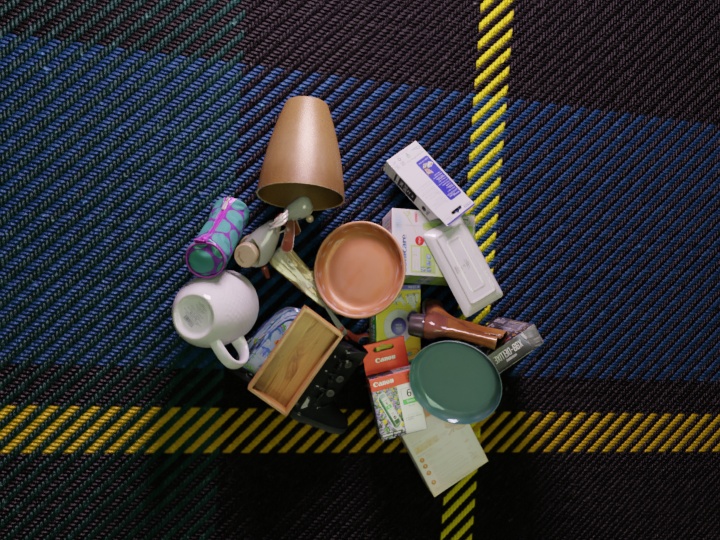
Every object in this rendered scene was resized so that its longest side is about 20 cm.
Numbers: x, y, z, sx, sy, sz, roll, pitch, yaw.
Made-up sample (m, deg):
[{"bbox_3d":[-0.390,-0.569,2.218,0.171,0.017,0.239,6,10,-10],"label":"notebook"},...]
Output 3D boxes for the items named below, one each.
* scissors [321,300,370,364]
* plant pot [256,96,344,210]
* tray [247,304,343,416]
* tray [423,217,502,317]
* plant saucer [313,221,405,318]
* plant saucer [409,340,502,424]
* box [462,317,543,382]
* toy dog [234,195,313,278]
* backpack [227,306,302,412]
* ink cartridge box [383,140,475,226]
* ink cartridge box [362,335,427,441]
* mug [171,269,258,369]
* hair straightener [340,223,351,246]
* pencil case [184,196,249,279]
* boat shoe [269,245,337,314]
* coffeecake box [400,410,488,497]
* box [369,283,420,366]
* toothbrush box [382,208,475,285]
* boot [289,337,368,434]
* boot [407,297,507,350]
[{"bbox_3d":[-0.039,0.140,1.580,0.200,0.014,0.074,41,78,-42],"label":"scissors"},{"bbox_3d":[-0.116,-0.248,1.505,0.182,0.186,0.205,7,79,-14],"label":"plant pot"},{"bbox_3d":[-0.132,0.182,1.467,0.098,0.037,0.202,35,94,-10],"label":"tray"},{"bbox_3d":[0.224,-0.013,1.559,0.106,0.022,0.203,-27,87,-18],"label":"tray"},{"bbox_3d":[0.000,0.000,1.522,0.195,0.037,0.205,-1,83,11],"label":"plant saucer"},{"bbox_3d":[0.199,0.230,1.512,0.196,0.027,0.204,8,117,17],"label":"plant saucer"},{"bbox_3d":[0.294,0.171,1.613,0.156,0.200,0.050,-32,97,-10],"label":"box"},{"bbox_3d":[-0.170,-0.057,1.489,0.198,0.132,0.097,-30,106,33],"label":"toy dog"},{"bbox_3d":[-0.162,0.175,1.541,0.162,0.154,0.201,40,71,-7],"label":"backpack"},{"bbox_3d":[0.149,-0.183,1.584,0.099,0.039,0.201,-34,75,-27],"label":"ink cartridge box"},{"bbox_3d":[0.071,0.255,1.573,0.107,0.050,0.205,-12,94,-9],"label":"ink cartridge box"},{"bbox_3d":[-0.285,0.103,1.448,0.146,0.175,0.203,-30,89,11],"label":"mug"},{"bbox_3d":[-0.016,-0.003,1.590,0.040,0.076,0.205,-11,92,-41],"label":"hair straightener"},{"bbox_3d":[-0.285,-0.071,1.454,0.083,0.201,0.094,3,123,5],"label":"pencil case"},{"bbox_3d":[-0.105,0.016,1.567,0.199,0.074,0.070,39,90,-13],"label":"boat shoe"},{"bbox_3d":[0.178,0.383,1.663,0.152,0.073,0.203,-30,100,-8],"label":"coffeecake box"},{"bbox_3d":[0.077,0.133,1.628,0.115,0.048,0.205,-3,96,-22],"label":"box"},{"bbox_3d":[0.151,-0.049,1.604,0.195,0.086,0.149,4,77,-13],"label":"toothbrush box"},{"bbox_3d":[-0.046,0.245,1.563,0.163,0.065,0.203,23,100,-41],"label":"boot"},{"bbox_3d":[0.220,0.112,1.566,0.196,0.188,0.070,7,97,19],"label":"boot"}]
